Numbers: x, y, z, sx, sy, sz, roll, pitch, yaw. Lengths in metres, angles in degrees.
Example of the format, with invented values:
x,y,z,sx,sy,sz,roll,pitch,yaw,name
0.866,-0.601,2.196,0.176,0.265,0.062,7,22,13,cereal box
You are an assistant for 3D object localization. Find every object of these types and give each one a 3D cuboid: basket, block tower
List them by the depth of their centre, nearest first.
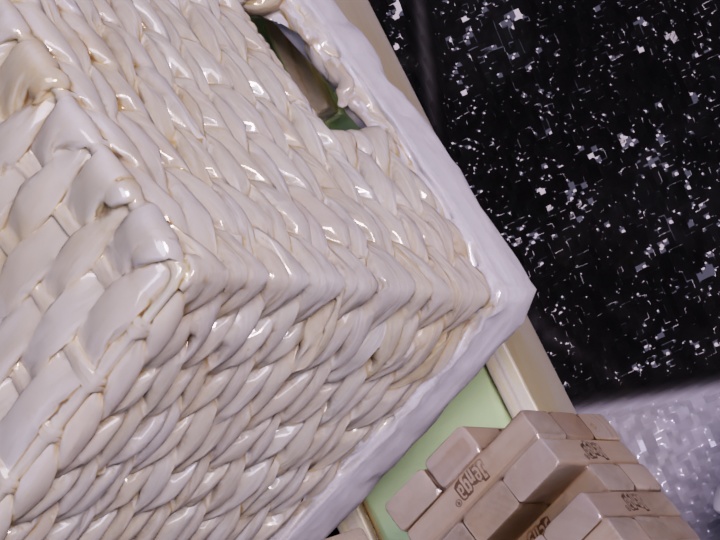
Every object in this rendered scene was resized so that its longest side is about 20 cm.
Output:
x,y,z,sx,sy,sz,roll,pitch,yaw,name
0.090,0.123,0.720,0.054,0.058,0.200,-48,64,21,block tower
-0.098,-0.001,0.769,0.200,0.160,0.199,-48,62,26,basket

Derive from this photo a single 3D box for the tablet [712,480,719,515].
x,y,z,sx,sy,sz,roll,pitch,yaw,name
0.178,-0.016,0.751,0.130,0.014,0.201,-8,51,60,tablet

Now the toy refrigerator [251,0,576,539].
x,y,z,sx,sy,sz,roll,pitch,yaw,name
0.000,0.000,0.848,0.076,0.070,0.201,-29,73,12,toy refrigerator

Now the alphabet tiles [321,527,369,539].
x,y,z,sx,sy,sz,roll,pitch,yaw,name
-0.061,0.151,0.783,0.199,0.168,0.008,-16,48,-18,alphabet tiles
